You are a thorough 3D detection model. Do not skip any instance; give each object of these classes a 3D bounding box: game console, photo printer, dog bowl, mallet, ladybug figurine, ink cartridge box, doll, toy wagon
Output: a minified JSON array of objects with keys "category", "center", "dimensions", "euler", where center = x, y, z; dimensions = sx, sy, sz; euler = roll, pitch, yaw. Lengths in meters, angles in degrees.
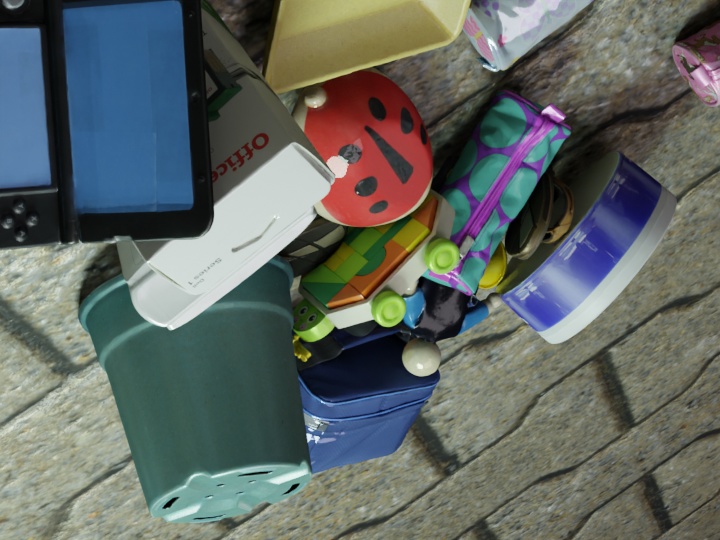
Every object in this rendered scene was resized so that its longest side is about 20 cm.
[{"category":"game console","center":[-0.210,-0.115,1.302],"dimensions":[0.176,0.116,0.201],"euler":[-7,95,-40]},{"category":"photo printer","center":[-0.125,-0.049,1.532],"dimensions":[0.166,0.200,0.069],"euler":[-39,113,3]},{"category":"dog bowl","center":[0.233,-0.025,1.944],"dimensions":[0.200,0.079,0.200],"euler":[-50,-174,7]},{"category":"mallet","center":[0.039,-0.022,1.827],"dimensions":[0.200,0.041,0.066],"euler":[-48,132,-9]},{"category":"ladybug figurine","center":[0.006,-0.105,1.661],"dimensions":[0.136,0.072,0.200],"euler":[-60,146,-6]},{"category":"ink cartridge box","center":[-0.135,-0.105,1.411],"dimensions":[0.146,0.200,0.084],"euler":[-40,152,5]},{"category":"doll","center":[0.092,0.012,1.878],"dimensions":[0.136,0.048,0.200],"euler":[19,91,-41]},{"category":"toy wagon","center":[0.000,0.000,1.746],"dimensions":[0.200,0.155,0.040],"euler":[-45,124,-5]}]

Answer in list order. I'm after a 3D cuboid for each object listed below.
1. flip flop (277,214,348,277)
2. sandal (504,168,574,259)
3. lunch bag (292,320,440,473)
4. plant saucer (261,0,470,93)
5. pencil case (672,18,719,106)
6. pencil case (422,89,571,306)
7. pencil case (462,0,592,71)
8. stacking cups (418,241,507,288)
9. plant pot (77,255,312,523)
[{"category":"flip flop","center":[-0.109,-0.019,1.726],"dimensions":[0.200,0.058,0.081],"euler":[-19,154,1]},{"category":"sandal","center":[0.184,-0.057,1.870],"dimensions":[0.200,0.054,0.082],"euler":[-65,-179,-78]},{"category":"lunch bag","center":[-0.015,0.111,1.924],"dimensions":[0.200,0.136,0.132],"euler":[-12,144,-39]},{"category":"plant saucer","center":[0.009,-0.249,1.512],"dimensions":[0.200,0.048,0.200],"euler":[-19,147,-27]},{"category":"pencil case","center":[0.415,-0.247,1.912],"dimensions":[0.200,0.083,0.087],"euler":[-33,152,-3]},{"category":"pencil case","center":[0.120,-0.072,1.792],"dimensions":[0.200,0.085,0.092],"euler":[-59,-166,-4]},{"category":"pencil case","center":[0.175,-0.258,1.637],"dimensions":[0.200,0.083,0.091],"euler":[-33,134,-4]},{"category":"stacking cups","center":[0.060,-0.013,1.917],"dimensions":[0.200,0.061,0.061],"euler":[2,134,-41]},{"category":"plant pot","center":[-0.135,0.110,1.675],"dimensions":[0.200,0.197,0.200],"euler":[-14,159,-5]}]
